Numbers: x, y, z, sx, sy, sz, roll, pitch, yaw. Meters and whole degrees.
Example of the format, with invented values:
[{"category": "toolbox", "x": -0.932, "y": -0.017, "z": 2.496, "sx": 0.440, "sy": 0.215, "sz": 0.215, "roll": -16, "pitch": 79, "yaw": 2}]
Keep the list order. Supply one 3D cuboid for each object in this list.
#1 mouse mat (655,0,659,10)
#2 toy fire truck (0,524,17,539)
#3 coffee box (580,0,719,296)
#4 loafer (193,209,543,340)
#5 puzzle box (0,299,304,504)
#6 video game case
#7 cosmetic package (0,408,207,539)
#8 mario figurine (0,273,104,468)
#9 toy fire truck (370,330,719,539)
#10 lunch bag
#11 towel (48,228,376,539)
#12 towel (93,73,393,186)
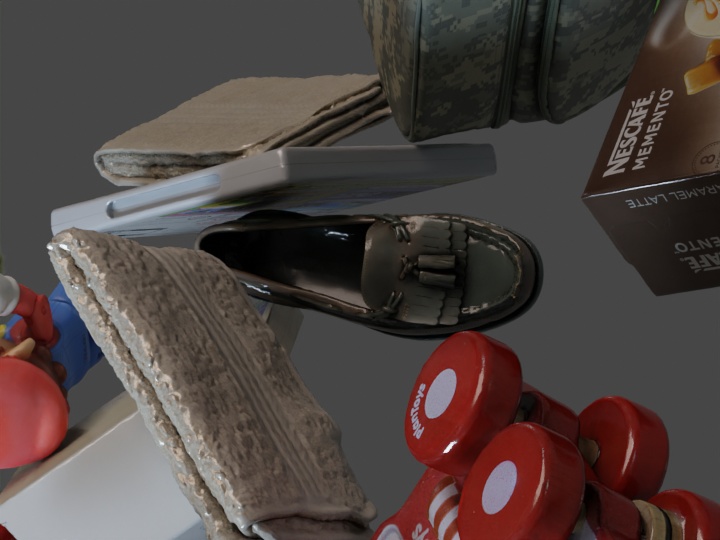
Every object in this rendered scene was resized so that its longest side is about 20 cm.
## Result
[{"category": "mouse mat", "x": 0.254, "y": -0.221, "z": 1.353, "sx": 0.161, "sy": 0.008, "sz": 0.200, "roll": -1, "pitch": 49, "yaw": 46}, {"category": "toy fire truck", "x": -0.104, "y": 0.181, "z": 1.074, "sx": 0.200, "sy": 0.141, "sz": 0.049, "roll": -6, "pitch": 45, "yaw": 37}, {"category": "coffee box", "x": 0.206, "y": -0.091, "z": 1.162, "sx": 0.114, "sy": 0.080, "sz": 0.200, "roll": -10, "pitch": 41, "yaw": 40}, {"category": "loafer", "x": 0.000, "y": 0.000, "z": 1.235, "sx": 0.200, "sy": 0.063, "sz": 0.072, "roll": 4, "pitch": 89, "yaw": 29}, {"category": "puzzle box", "x": -0.124, "y": 0.086, "z": 1.295, "sx": 0.200, "sy": 0.025, "sz": 0.133, "roll": -34, "pitch": 8, "yaw": 10}, {"category": "video game case", "x": -0.049, "y": -0.047, "z": 1.309, "sx": 0.182, "sy": 0.022, "sz": 0.200, "roll": -12, "pitch": -4, "yaw": 38}, {"category": "cosmetic package", "x": -0.150, "y": 0.154, "z": 1.192, "sx": 0.200, "sy": 0.101, "sz": 0.071, "roll": -35, "pitch": 71, "yaw": 9}, {"category": "mario figurine", "x": -0.214, "y": 0.048, "z": 1.364, "sx": 0.106, "sy": 0.123, "sz": 0.200, "roll": -28, "pitch": 12, "yaw": 28}, {"category": "toy fire truck", "x": 0.067, "y": 0.138, "z": 1.013, "sx": 0.168, "sy": 0.112, "sz": 0.200, "roll": -58, "pitch": 26, "yaw": 16}, {"category": "lunch bag", "x": 0.093, "y": -0.178, "z": 1.246, "sx": 0.168, "sy": 0.200, "sz": 0.139, "roll": -10, "pitch": 56, "yaw": -9}, {"category": "towel", "x": -0.071, "y": 0.061, "z": 1.132, "sx": 0.034, "sy": 0.133, "sz": 0.200, "roll": -42, "pitch": 66, "yaw": 18}, {"category": "towel", "x": -0.074, "y": -0.092, "z": 1.474, "sx": 0.132, "sy": 0.034, "sz": 0.200, "roll": -30, "pitch": 20, "yaw": -31}]
